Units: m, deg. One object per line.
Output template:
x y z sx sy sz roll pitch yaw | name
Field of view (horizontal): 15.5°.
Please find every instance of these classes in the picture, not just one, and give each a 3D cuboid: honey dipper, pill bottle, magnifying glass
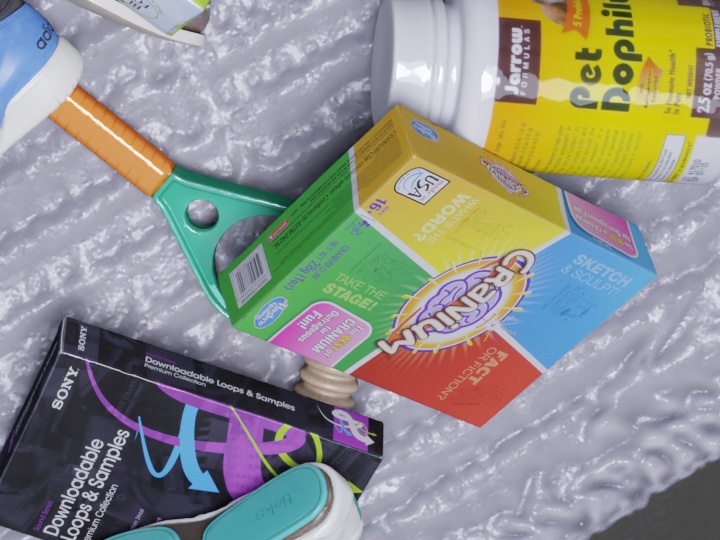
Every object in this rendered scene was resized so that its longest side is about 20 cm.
0.000 0.000 1.535 0.038 0.038 0.201 14 101 -12 | honey dipper
0.109 -0.108 1.474 0.199 0.109 0.110 3 107 -10 | pill bottle
-0.096 -0.037 1.500 0.200 0.022 0.080 39 110 -9 | magnifying glass

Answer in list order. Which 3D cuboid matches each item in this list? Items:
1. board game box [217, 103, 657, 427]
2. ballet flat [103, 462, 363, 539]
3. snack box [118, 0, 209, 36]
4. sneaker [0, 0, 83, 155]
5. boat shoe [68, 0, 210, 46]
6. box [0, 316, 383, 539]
0.045 0.002 1.473 0.199 0.040 0.153 23 125 -38 | board game box
-0.085 0.172 1.517 0.199 0.070 0.070 -25 110 18 | ballet flat
-0.142 -0.239 1.390 0.200 0.053 0.143 34 65 -17 | snack box
-0.257 -0.081 1.444 0.200 0.077 0.111 -44 114 2 | sneaker
-0.164 -0.181 1.433 0.199 0.072 0.060 24 89 -20 | boat shoe
-0.104 0.117 1.530 0.199 0.036 0.143 20 125 -13 | box
